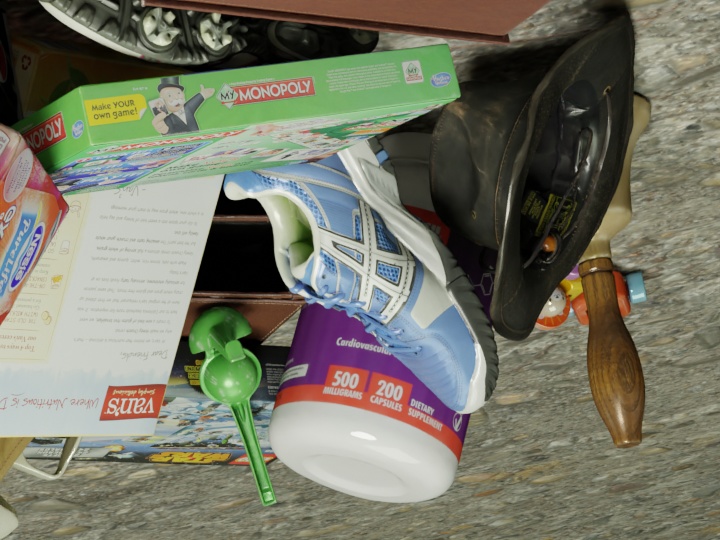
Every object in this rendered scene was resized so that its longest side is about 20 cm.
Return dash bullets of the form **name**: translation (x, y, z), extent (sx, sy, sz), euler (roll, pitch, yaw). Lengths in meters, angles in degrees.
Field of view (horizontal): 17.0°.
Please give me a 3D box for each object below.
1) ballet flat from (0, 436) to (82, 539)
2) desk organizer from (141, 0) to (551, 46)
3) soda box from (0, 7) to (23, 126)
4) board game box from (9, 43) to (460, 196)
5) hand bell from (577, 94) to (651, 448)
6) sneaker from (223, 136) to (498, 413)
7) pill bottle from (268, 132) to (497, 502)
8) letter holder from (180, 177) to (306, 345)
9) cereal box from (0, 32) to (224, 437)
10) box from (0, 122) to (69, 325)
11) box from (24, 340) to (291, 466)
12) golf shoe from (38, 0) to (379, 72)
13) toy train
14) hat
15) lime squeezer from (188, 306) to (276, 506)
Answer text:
- **ballet flat**: translation (-0.193, 0.105, 1.284), extent (0.063, 0.201, 0.069), euler (41, 157, -16)
- **desk organizer**: translation (0.002, -0.154, 1.047), extent (0.199, 0.072, 0.077), euler (2, 157, -36)
- **soda box**: translation (-0.264, -0.076, 1.142), extent (0.198, 0.071, 0.063), euler (-14, 166, 11)
- **board game box**: translation (-0.071, -0.068, 1.134), extent (0.199, 0.029, 0.134), euler (-10, 174, -34)
- **hand bell**: translation (0.141, 0.006, 1.427), extent (0.103, 0.202, 0.104), euler (-9, 163, -3)
- **sneaker**: translation (0.000, 0.000, 1.287), extent (0.077, 0.201, 0.076), euler (-41, -167, -24)
- **pill bottle**: translation (0.021, 0.026, 1.399), extent (0.112, 0.201, 0.113), euler (13, 159, 5)
- **letter holder**: translation (-0.135, 0.004, 1.438), extent (0.141, 0.101, 0.200), euler (0, 161, -23)
- **cereal box**: translation (-0.142, -0.013, 1.225), extent (0.039, 0.202, 0.143), euler (26, -166, 40)
- **box**: translation (-0.238, -0.047, 1.041), extent (0.199, 0.096, 0.100), euler (27, 169, 12)
- **box**: translation (-0.115, 0.081, 1.455), extent (0.199, 0.040, 0.137), euler (5, 158, -30)
- **golf shoe**: translation (-0.083, -0.119, 1.109), extent (0.199, 0.078, 0.088), euler (6, 162, -43)
- **toy train**: translation (0.115, 0.036, 1.766), extent (0.198, 0.056, 0.150), euler (-12, 163, 3)
- **hat**: translation (0.085, -0.064, 1.317), extent (0.080, 0.202, 0.201), euler (24, 173, 19)
- **lime squeezer**: translation (-0.067, 0.062, 1.357), extent (0.038, 0.071, 0.200), euler (-33, 155, -15)
